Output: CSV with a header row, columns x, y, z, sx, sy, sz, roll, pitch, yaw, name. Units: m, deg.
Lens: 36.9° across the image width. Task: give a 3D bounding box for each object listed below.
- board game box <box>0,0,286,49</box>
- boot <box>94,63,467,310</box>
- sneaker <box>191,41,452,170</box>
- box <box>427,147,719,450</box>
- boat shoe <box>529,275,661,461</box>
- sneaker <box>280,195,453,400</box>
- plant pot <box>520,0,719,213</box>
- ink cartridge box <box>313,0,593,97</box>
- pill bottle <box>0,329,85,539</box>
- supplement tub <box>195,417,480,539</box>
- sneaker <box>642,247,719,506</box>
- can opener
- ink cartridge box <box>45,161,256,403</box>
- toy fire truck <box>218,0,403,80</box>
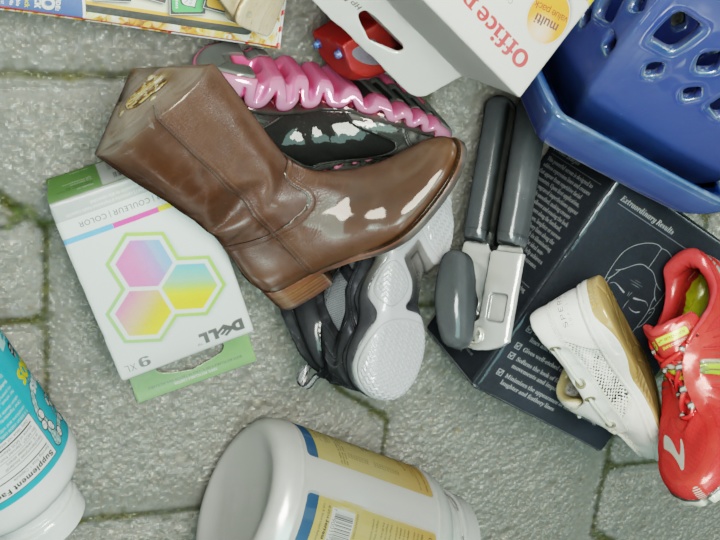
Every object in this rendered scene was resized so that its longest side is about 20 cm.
x,y,z,sx,sy,sz,roll,pitch,yaw,name
-0.139,-0.234,0.696,0.199,0.046,0.152,5,110,-21,board game box
-0.050,-0.082,0.712,0.186,0.064,0.200,-39,124,8,boot
-0.032,-0.099,0.780,0.199,0.079,0.096,8,116,-21,sneaker
0.179,0.019,0.884,0.148,0.107,0.200,29,101,-28,box
0.182,0.082,0.820,0.069,0.071,0.200,-20,130,19,boat shoe
0.000,0.000,0.831,0.075,0.114,0.201,31,64,-43,sneaker
0.216,-0.166,0.759,0.200,0.200,0.180,22,125,-28,plant pot
0.071,-0.208,0.643,0.128,0.125,0.200,36,90,-34,ink cartridge box
-0.274,0.112,0.760,0.111,0.111,0.200,-28,119,-6,pill bottle
-0.017,0.215,0.876,0.200,0.145,0.145,24,102,-26,supplement tub
0.237,0.073,0.785,0.085,0.200,0.077,35,142,-28,sneaker
0.098,-0.038,0.814,0.067,0.053,0.201,17,82,-61,can opener
-0.145,0.013,0.792,0.104,0.059,0.201,-20,117,-10,ink cartridge box
-0.046,-0.198,0.690,0.141,0.049,0.200,-33,127,-16,toy fire truck
